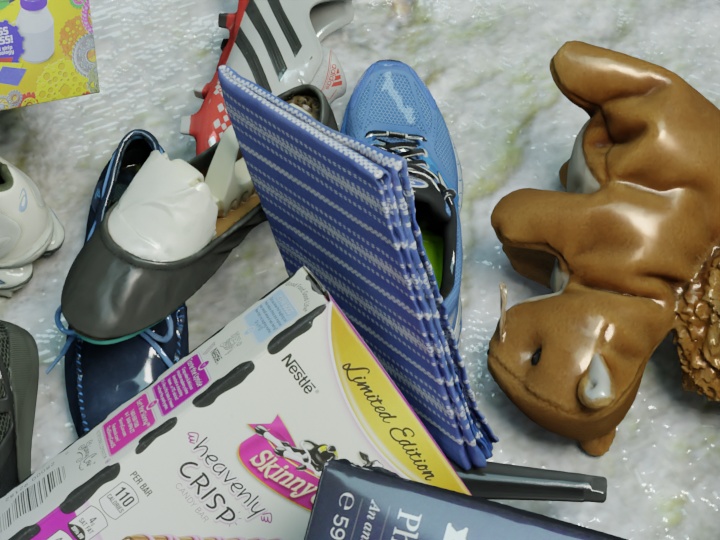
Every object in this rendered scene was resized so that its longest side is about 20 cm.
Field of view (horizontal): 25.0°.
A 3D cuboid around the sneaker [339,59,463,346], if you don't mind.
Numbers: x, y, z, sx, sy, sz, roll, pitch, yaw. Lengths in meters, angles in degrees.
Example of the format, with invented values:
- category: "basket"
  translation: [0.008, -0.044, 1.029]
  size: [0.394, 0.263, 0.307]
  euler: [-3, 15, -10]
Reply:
- category: "sneaker"
  translation: [0.029, -0.040, 0.923]
  size: [0.077, 0.089, 0.202]
  euler: [-3, 60, -7]

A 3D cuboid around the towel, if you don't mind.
- category: "towel"
  translation: [0.000, 0.000, 0.810]
  size: [0.024, 0.201, 0.144]
  euler: [-36, 41, -20]

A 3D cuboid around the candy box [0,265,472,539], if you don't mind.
- category: "candy box"
  translation: [-0.062, 0.115, 0.770]
  size: [0.199, 0.061, 0.137]
  euler: [-38, 112, -3]

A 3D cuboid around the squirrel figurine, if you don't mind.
- category: "squirrel figurine"
  translation: [0.163, 0.009, 0.880]
  size: [0.198, 0.142, 0.188]
  euler: [17, 67, 9]

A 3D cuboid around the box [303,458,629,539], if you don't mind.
- category: "box"
  translation: [0.061, 0.200, 0.663]
  size: [0.196, 0.123, 0.202]
  euler: [13, 83, 10]

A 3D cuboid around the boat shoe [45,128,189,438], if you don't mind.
- category: "boat shoe"
  translation: [-0.134, 0.014, 0.892]
  size: [0.083, 0.069, 0.202]
  euler: [-5, 61, -7]

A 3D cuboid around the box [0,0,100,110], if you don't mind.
- category: "box"
  translation: [-0.272, -0.150, 0.871]
  size: [0.198, 0.124, 0.192]
  euler: [-14, 19, -27]

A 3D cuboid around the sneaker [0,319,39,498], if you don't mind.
- category: "sneaker"
  translation: [-0.215, 0.100, 0.806]
  size: [0.076, 0.114, 0.201]
  euler: [-24, 56, 27]

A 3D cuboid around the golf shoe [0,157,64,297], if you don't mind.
- category: "golf shoe"
  translation: [-0.259, -0.068, 0.917]
  size: [0.198, 0.098, 0.079]
  euler: [23, 63, 11]

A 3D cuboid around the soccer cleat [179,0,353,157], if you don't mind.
- category: "soccer cleat"
  translation: [-0.053, -0.098, 0.965]
  size: [0.084, 0.069, 0.202]
  euler: [6, 55, 7]

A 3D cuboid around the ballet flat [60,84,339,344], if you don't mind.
- category: "ballet flat"
  translation: [-0.084, -0.042, 0.857]
  size: [0.068, 0.069, 0.200]
  euler: [31, 50, 21]

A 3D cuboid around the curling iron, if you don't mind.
- category: "curling iron"
  translation: [0.028, 0.115, 0.838]
  size: [0.197, 0.026, 0.050]
  euler: [-3, 86, 5]
